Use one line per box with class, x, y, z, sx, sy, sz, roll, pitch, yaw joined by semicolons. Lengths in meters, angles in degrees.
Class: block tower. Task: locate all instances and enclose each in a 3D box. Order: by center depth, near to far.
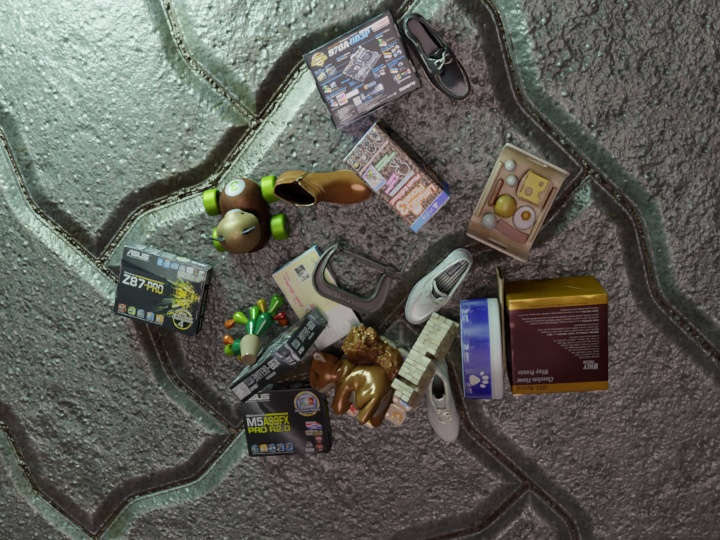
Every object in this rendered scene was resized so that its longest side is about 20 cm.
block tower;0.137;0.185;1.492;0.053;0.058;0.202;25;78;32

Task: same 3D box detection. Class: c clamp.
c clamp;0.000;0.000;1.509;0.196;0.027;0.174;17;99;-11

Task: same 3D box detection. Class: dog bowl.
dog bowl;0.248;0.160;1.447;0.077;0.200;0.205;-2;105;9

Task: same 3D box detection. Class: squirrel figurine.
squirrel figurine;-0.013;0.215;1.526;0.184;0.141;0.203;28;91;21

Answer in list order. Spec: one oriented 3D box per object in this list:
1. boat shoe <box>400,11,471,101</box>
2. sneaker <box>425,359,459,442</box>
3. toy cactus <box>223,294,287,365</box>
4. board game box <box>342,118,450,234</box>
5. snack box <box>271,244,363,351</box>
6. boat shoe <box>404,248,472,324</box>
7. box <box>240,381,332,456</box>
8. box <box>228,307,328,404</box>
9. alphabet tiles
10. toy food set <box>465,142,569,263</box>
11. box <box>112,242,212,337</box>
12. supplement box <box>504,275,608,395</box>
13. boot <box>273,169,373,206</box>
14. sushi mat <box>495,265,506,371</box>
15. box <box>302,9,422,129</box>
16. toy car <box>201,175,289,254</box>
boat shoe;0.147;-0.414;1.380;0.072;0.063;0.201;-36;98;14
sneaker;0.174;0.293;1.554;0.069;0.080;0.204;-13;104;8
toy cactus;-0.230;0.144;1.524;0.198;0.166;0.102;-33;119;18
board game box;0.075;-0.191;1.396;0.200;0.160;0.097;43;105;-7
snack box;-0.093;0.061;1.544;0.115;0.037;0.202;-29;100;11
boat shoe;0.161;0.036;1.493;0.073;0.067;0.201;34;106;-3
box;-0.170;0.341;1.622;0.195;0.044;0.164;-4;104;7
box;-0.173;0.179;1.497;0.199;0.158;0.050;-38;97;30
alphabet tiles;0.035;0.251;1.579;0.194;0.015;0.202;32;106;5
toy food set;0.318;-0.136;1.434;0.141;0.060;0.203;24;106;0
box;-0.440;0.042;1.573;0.196;0.049;0.165;16;103;2
supplement box;0.398;0.132;1.457;0.193;0.133;0.205;-4;104;7
boot;-0.075;-0.165;1.422;0.196;0.155;0.078;13;106;3
sushi mat;0.296;0.101;1.480;0.012;0.096;0.205;-3;104;8
box;0.005;-0.397;1.409;0.197;0.046;0.161;-24;101;12
toy car;-0.249;-0.099;1.436;0.161;0.200;0.161;-11;104;9
